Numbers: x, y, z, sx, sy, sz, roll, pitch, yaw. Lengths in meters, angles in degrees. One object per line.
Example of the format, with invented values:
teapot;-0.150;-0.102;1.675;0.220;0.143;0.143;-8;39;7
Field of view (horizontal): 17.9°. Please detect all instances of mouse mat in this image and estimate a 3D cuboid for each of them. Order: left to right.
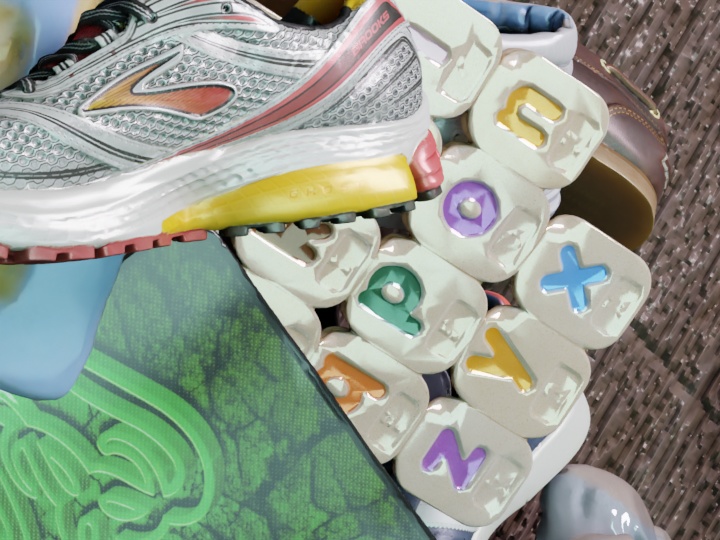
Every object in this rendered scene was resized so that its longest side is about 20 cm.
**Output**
mouse mat;-0.066;0.102;0.815;0.161;0.008;0.200;-37;108;-6

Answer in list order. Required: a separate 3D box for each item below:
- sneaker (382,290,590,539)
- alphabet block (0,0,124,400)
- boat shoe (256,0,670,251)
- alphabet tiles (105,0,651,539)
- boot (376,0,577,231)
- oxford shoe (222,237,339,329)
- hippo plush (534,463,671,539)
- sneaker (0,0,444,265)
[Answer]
sneaker;0.012;0.087;0.904;0.200;0.075;0.085;-52;125;-35
alphabet block;-0.174;-0.090;0.753;0.195;0.200;0.197;22;89;-24
boat shoe;0.040;-0.083;0.923;0.200;0.070;0.070;35;47;-18
alphabet tiles;0.000;0.000;0.821;0.195;0.015;0.200;31;96;-19
boot;-0.019;-0.071;0.859;0.200;0.074;0.096;5;119;-5
oxford shoe;-0.046;0.068;0.900;0.071;0.073;0.200;1;98;-24
hippo plush;0.069;0.195;0.955;0.161;0.159;0.200;-21;92;12
sneaker;-0.072;-0.047;0.659;0.200;0.078;0.082;-11;98;-31
